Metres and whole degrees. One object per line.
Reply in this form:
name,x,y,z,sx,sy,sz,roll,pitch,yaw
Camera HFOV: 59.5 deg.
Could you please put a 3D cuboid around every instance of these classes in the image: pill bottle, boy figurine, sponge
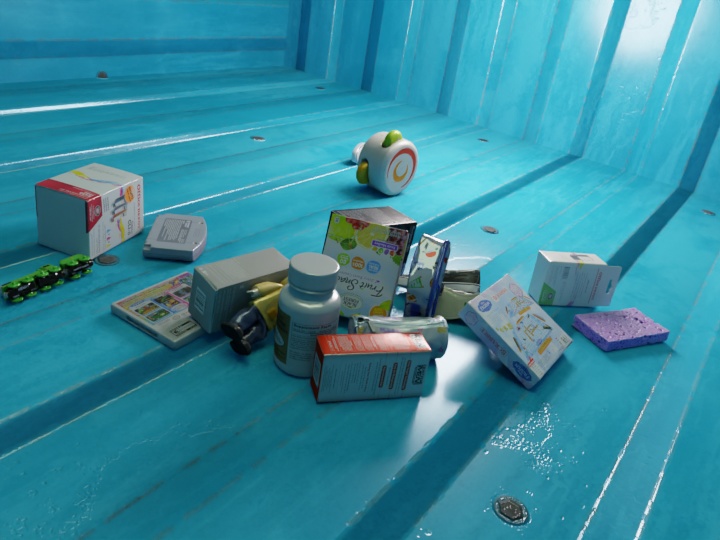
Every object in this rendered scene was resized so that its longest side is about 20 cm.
pill bottle,-0.094,0.078,1.133,0.112,0.203,0.115,7,26,-4
boy figurine,-0.168,0.078,1.195,0.064,0.126,0.199,3,33,46
sponge,0.601,0.134,1.455,0.197,0.030,0.112,-4,30,-26

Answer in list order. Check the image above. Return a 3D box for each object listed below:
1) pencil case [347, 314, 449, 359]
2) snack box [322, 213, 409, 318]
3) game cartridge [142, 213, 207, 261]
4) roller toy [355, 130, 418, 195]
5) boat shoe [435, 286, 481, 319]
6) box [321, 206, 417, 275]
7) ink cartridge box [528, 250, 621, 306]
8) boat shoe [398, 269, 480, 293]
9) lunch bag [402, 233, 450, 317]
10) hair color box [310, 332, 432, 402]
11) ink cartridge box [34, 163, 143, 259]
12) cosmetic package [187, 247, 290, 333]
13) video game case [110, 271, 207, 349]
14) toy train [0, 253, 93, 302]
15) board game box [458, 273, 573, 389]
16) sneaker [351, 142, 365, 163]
pencil case,0.071,0.127,1.219,0.196,0.092,0.083,3,27,-15
snack box,0.000,0.000,1.318,0.166,0.204,0.068,13,-2,8
game cartridge,-0.437,-0.080,1.512,0.131,0.041,0.201,2,28,-7
roller toy,0.084,-0.349,2.055,0.139,0.202,0.182,31,4,37
boat shoe,0.215,0.080,1.411,0.196,0.073,0.068,6,-12,8
box,0.019,-0.059,1.482,0.198,0.151,0.107,-11,33,-44
ink cartridge box,0.526,0.022,1.549,0.196,0.119,0.068,4,24,-12
boat shoe,0.179,0.015,1.456,0.196,0.069,0.074,3,-8,11
lunch bag,0.133,0.032,1.299,0.074,0.201,0.162,13,64,9
hair color box,0.017,0.169,1.106,0.197,0.103,0.061,1,27,-18
ink cartridge box,-0.614,-0.141,1.444,0.142,0.147,0.200,16,27,12
cosmetic package,-0.229,0.035,1.231,0.198,0.108,0.090,-17,43,-43
video game case,-0.357,0.073,1.253,0.180,0.024,0.199,23,30,25
toy train,-0.629,0.012,1.263,0.056,0.042,0.199,12,25,27
board game box,0.322,0.118,1.293,0.200,0.041,0.199,48,38,14
sneaker,0.041,-0.434,2.324,0.070,0.074,0.199,20,28,27
